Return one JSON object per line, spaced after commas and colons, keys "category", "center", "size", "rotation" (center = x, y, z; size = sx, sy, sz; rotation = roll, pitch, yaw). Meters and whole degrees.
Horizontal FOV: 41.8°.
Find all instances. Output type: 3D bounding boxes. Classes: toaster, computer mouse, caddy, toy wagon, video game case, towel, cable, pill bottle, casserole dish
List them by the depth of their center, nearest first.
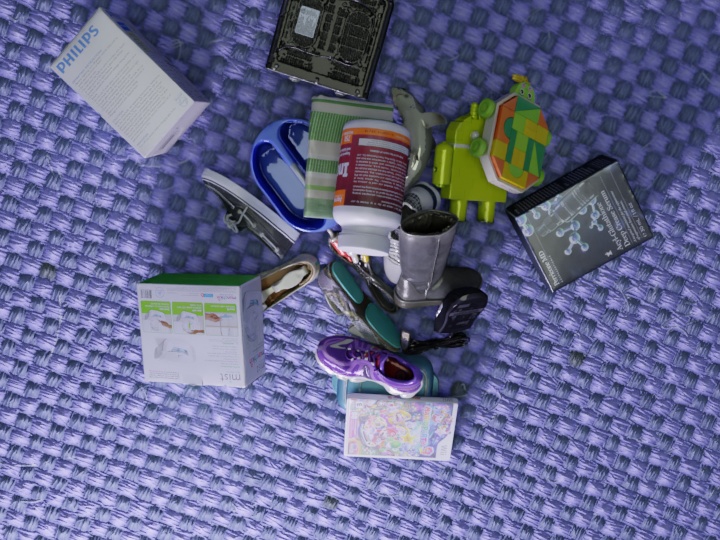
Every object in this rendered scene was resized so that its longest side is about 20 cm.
{"category": "pill bottle", "center": [0.015, -0.130, 1.504], "size": [0.111, 0.113, 0.203], "rotation": [7, 85, -2]}
{"category": "toaster", "center": [-0.049, -0.397, 1.551], "size": [0.178, 0.119, 0.203], "rotation": [16, 100, -4]}
{"category": "towel", "center": [-0.018, -0.183, 1.567], "size": [0.150, 0.023, 0.203], "rotation": [4, 87, -19]}
{"category": "toy wagon", "center": [0.261, -0.237, 1.588], "size": [0.154, 0.039, 0.203], "rotation": [19, 79, -34]}
{"category": "caddy", "center": [-0.097, -0.163, 1.601], "size": [0.141, 0.105, 0.201], "rotation": [-37, 99, 7]}
{"category": "computer mouse", "center": [0.136, 0.081, 1.624], "size": [0.138, 0.201, 0.047], "rotation": [-10, 61, -13]}
{"category": "cable", "center": [0.000, 0.000, 1.648], "size": [0.096, 0.050, 0.202], "rotation": [-5, 120, 35]}
{"category": "video game case", "center": [0.071, 0.284, 1.705], "size": [0.197, 0.018, 0.145], "rotation": [3, 124, -1]}
{"category": "casserole dish", "center": [0.045, 0.211, 1.710], "size": [0.197, 0.039, 0.123], "rotation": [4, 101, -3]}

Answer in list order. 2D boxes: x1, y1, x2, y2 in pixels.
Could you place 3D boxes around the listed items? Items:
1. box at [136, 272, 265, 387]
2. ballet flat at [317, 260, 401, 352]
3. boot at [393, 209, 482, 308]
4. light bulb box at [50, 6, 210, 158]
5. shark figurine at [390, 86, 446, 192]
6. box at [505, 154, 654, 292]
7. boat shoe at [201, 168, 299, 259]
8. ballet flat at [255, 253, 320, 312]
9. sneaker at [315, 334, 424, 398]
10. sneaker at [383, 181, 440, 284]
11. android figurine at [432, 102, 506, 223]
{"category": "box", "center": [-0.273, 0.101, 1.626], "size": [0.197, 0.097, 0.179], "rotation": [0, 101, 18]}
{"category": "ballet flat", "center": [-0.007, 0.072, 1.676], "size": [0.072, 0.072, 0.201], "rotation": [-38, 99, 6]}
{"category": "boot", "center": [0.138, -0.025, 1.584], "size": [0.179, 0.073, 0.202], "rotation": [-14, 138, -19]}
{"category": "light bulb box", "center": [-0.364, -0.300, 1.526], "size": [0.200, 0.198, 0.125], "rotation": [44, 95, -7]}
{"category": "shark figurine", "center": [0.097, -0.197, 1.617], "size": [0.127, 0.089, 0.218], "rotation": [12, 93, 31]}
{"category": "box", "center": [0.374, -0.083, 1.623], "size": [0.198, 0.107, 0.150], "rotation": [-29, 100, 5]}
{"category": "boat shoe", "center": [-0.201, -0.095, 1.630], "size": [0.199, 0.074, 0.068], "rotation": [38, 84, -16]}
{"category": "ballet flat", "center": [-0.161, 0.031, 1.660], "size": [0.199, 0.062, 0.068], "rotation": [-33, 99, 6]}
{"category": "sneaker", "center": [0.019, 0.154, 1.643], "size": [0.197, 0.084, 0.082], "rotation": [16, 68, 6]}
{"category": "sneaker", "center": [0.071, -0.055, 1.608], "size": [0.076, 0.080, 0.202], "rotation": [26, 127, 17]}
{"category": "android figurine", "center": [0.201, -0.183, 1.609], "size": [0.180, 0.041, 0.203], "rotation": [3, 100, -29]}
